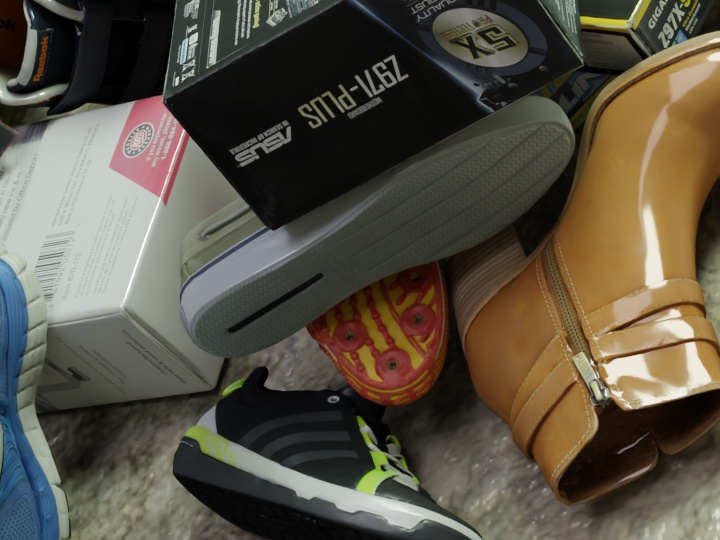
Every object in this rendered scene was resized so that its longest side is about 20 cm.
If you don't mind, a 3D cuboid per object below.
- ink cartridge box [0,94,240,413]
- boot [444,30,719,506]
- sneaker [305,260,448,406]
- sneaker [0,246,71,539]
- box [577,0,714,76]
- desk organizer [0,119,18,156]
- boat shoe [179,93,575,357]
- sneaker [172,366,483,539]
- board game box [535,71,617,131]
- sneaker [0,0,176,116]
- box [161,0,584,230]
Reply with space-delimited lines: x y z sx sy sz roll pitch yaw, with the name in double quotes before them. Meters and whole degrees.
"ink cartridge box" -0.158 -0.006 1.306 0.200 0.083 0.147 -9 52 35
"boot" 0.133 0.000 1.073 0.200 0.074 0.155 -45 37 18
"sneaker" 0.000 0.000 1.181 0.073 0.077 0.200 -24 42 -1
"sneaker" -0.203 0.091 1.207 0.079 0.089 0.200 -2 97 36
"box" 0.120 -0.189 1.177 0.160 0.049 0.200 11 65 45
"desk organizer" -0.287 -0.106 1.276 0.072 0.200 0.077 -52 36 9
"boat shoe" 0.000 -0.033 1.102 0.200 0.072 0.062 -27 52 10
"sneaker" -0.010 0.085 1.117 0.200 0.072 0.083 16 65 45
"board game box" 0.083 -0.148 1.250 0.200 0.057 0.165 -46 39 -2
"sneaker" -0.150 -0.122 1.329 0.079 0.200 0.078 -117 36 -64
"box" 0.006 -0.137 1.097 0.164 0.086 0.200 -28 32 19
